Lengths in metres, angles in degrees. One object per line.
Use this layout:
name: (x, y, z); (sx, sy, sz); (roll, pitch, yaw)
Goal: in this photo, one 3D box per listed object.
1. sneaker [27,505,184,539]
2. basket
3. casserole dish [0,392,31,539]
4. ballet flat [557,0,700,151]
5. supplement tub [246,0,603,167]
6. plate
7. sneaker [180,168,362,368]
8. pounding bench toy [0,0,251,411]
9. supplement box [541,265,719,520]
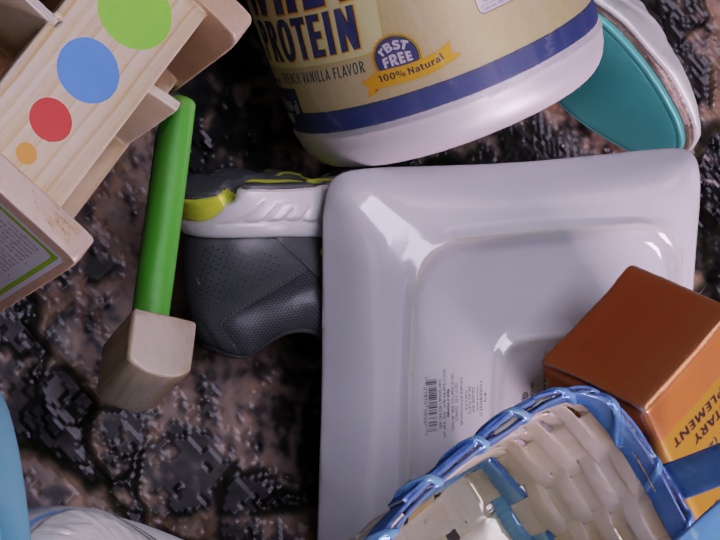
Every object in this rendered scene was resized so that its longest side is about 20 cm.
sneaker: (-0.077, 0.148, 1.240); (0.200, 0.072, 0.072); (31, 70, -34)
basket: (0.079, 0.124, 1.187); (0.176, 0.200, 0.139); (-35, 91, -31)
casserole dish: (-0.173, 0.120, 1.167); (0.039, 0.121, 0.201); (7, 70, -56)
ballet flat: (0.088, -0.132, 1.417); (0.200, 0.069, 0.070); (35, 61, -12)
supplement tub: (0.010, -0.160, 1.296); (0.144, 0.144, 0.201); (-29, 106, -32)
plate: (0.073, 0.052, 1.323); (0.199, 0.032, 0.201); (-5, 102, -31)
sneaker: (0.000, 0.000, 1.331); (0.199, 0.074, 0.085); (2, 99, -34)
pounding bench toy: (-0.118, -0.059, 1.240); (0.200, 0.124, 0.156); (42, 59, -12)
supplement box: (0.150, 0.093, 1.315); (0.067, 0.069, 0.200); (-46, 135, -20)
